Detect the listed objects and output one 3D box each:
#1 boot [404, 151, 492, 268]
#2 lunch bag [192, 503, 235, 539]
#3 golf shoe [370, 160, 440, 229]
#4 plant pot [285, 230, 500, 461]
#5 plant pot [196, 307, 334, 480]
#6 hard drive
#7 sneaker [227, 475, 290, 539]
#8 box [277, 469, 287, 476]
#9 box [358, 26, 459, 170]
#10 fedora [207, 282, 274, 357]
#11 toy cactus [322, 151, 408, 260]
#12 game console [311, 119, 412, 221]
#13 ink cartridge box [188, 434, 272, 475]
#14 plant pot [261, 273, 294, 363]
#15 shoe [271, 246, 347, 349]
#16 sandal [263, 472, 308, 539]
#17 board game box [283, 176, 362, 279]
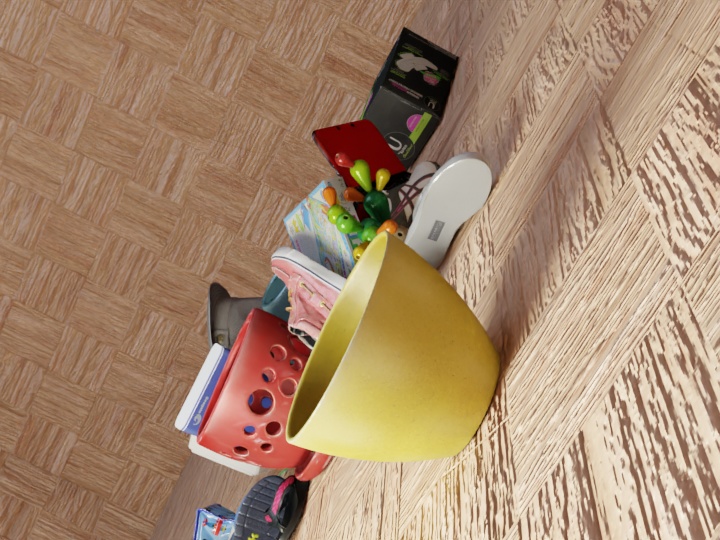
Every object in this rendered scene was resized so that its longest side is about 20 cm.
[{"bbox_3d":[0.104,-0.094,1.393,0.201,0.072,0.097,122,164,-45],"label":"boot"},{"bbox_3d":[-0.221,0.471,1.747,0.151,0.092,0.204,78,-155,-81],"label":"lunch bag"},{"bbox_3d":[0.064,-0.101,1.651,0.078,0.087,0.202,-58,8,45],"label":"golf shoe"},{"bbox_3d":[0.038,0.088,1.001,0.202,0.140,0.200,-61,8,15],"label":"plant pot"},{"bbox_3d":[-0.109,0.180,1.556,0.203,0.180,0.201,-61,8,15],"label":"plant pot"},{"bbox_3d":[-0.180,0.202,1.711,0.025,0.199,0.134,22,83,39],"label":"hard drive"},{"bbox_3d":[-0.161,0.392,1.646,0.203,0.073,0.082,-66,6,-16],"label":"sneaker"},{"bbox_3d":[-0.102,0.236,1.844,0.117,0.048,0.203,130,162,-62],"label":"box"},{"bbox_3d":[0.082,-0.311,2.073,0.149,0.123,0.202,-57,9,44],"label":"box"},{"bbox_3d":[-0.176,0.111,1.806,0.177,0.089,0.203,60,-157,-59],"label":"fedora"},{"bbox_3d":[0.032,-0.054,1.496,0.102,0.164,0.203,-36,55,27],"label":"toy cactus"},{"bbox_3d":[-0.006,-0.122,1.740,0.199,0.117,0.175,-25,-44,-60],"label":"game console"},{"bbox_3d":[-0.197,0.228,1.944,0.083,0.144,0.204,2,-77,-66],"label":"ink cartridge box"},{"bbox_3d":[-0.073,0.053,1.750,0.200,0.134,0.201,-47,21,24],"label":"plant pot"},{"bbox_3d":[-0.076,0.039,1.519,0.199,0.072,0.091,27,72,46],"label":"shoe"},{"bbox_3d":[-0.105,0.320,1.593,0.076,0.045,0.201,-59,9,32],"label":"sandal"},{"bbox_3d":[-0.033,-0.008,1.568,0.134,0.034,0.203,-35,72,54],"label":"board game box"}]
